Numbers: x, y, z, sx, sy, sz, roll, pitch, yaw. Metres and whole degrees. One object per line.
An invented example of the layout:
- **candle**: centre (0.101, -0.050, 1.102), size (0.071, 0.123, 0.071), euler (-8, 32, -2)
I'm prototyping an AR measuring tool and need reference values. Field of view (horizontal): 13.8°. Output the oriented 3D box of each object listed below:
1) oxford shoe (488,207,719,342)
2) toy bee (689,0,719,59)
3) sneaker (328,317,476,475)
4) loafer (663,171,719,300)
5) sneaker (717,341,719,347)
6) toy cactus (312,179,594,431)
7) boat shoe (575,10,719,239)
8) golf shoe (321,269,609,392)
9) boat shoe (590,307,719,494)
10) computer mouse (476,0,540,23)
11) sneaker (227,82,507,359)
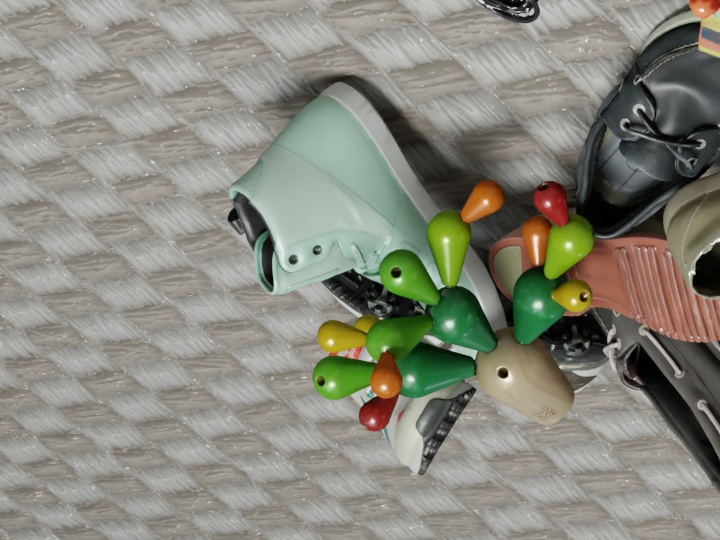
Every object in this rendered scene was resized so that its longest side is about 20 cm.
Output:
- **oxford shoe**: centre (0.175, -0.010, 1.768), size (0.199, 0.074, 0.071), euler (11, 128, 33)
- **toy bee**: centre (0.185, -0.153, 1.480), size (0.130, 0.109, 0.200), euler (9, 148, 30)
- **sneaker**: centre (0.019, 0.077, 1.972), size (0.093, 0.071, 0.200), euler (32, -176, -2)
- **loafer**: centre (0.256, -0.033, 1.628), size (0.199, 0.069, 0.076), euler (-25, 130, 32)
- **sneaker**: centre (0.274, 0.060, 1.830), size (0.082, 0.072, 0.201), euler (-25, 124, -2)
- **toy cactus**: centre (0.073, 0.041, 1.755), size (0.200, 0.102, 0.165), euler (-39, 128, 13)
- **boat shoe**: centre (0.166, -0.075, 1.666), size (0.074, 0.066, 0.199), euler (31, 151, -9)
- **golf shoe**: centre (0.064, 0.035, 1.921), size (0.199, 0.078, 0.095), euler (20, 152, 11)
- **boat shoe**: centre (0.189, 0.066, 1.805), size (0.200, 0.057, 0.067), euler (45, 161, 34)
- **computer mouse**: centre (0.055, -0.215, 1.551), size (0.140, 0.046, 0.200), euler (29, 157, 3)
- **sneaker**: centre (0.000, 0.000, 1.813), size (0.201, 0.118, 0.074), euler (54, 162, -13)
